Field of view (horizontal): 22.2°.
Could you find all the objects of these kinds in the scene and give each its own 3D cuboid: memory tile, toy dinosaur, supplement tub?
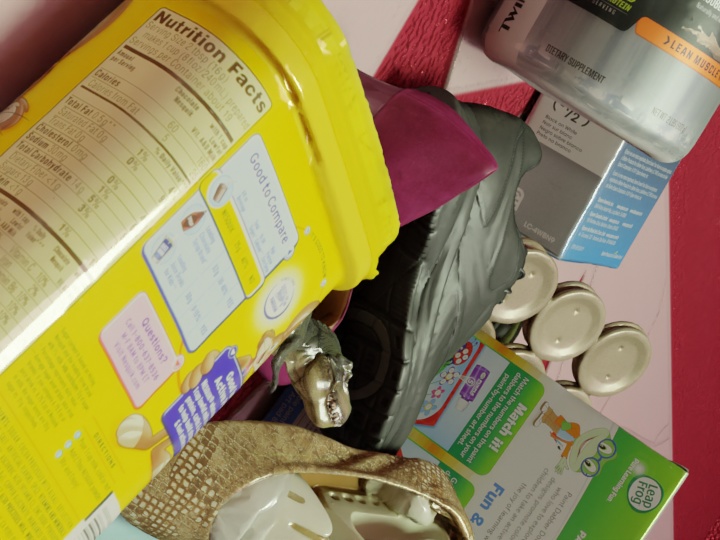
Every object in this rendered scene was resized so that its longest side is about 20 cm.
[{"bbox_3d":[0.066,0.081,1.070,0.200,0.017,0.153,-46,130,12],"label":"memory tile"},{"bbox_3d":[-0.060,0.008,0.772,0.088,0.047,0.201,-37,139,-16],"label":"toy dinosaur"},{"bbox_3d":[0.157,-0.166,0.909,0.201,0.122,0.122,-60,160,7],"label":"supplement tub"}]

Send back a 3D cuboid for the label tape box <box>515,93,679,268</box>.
[{"bbox_3d":[0.162,-0.103,1.102,0.201,0.066,0.143,-63,160,8],"label":"label tape box"}]

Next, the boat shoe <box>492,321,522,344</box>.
[{"bbox_3d":[0.057,0.069,1.109,0.072,0.066,0.202,-31,147,-49],"label":"boat shoe"}]

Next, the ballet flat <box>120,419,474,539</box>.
[{"bbox_3d":[-0.019,0.112,0.840,0.199,0.065,0.071,9,116,-41],"label":"ballet flat"}]

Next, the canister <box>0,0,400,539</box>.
[{"bbox_3d":[-0.088,0.003,0.624,0.200,0.086,0.149,-46,145,-22],"label":"canister"}]

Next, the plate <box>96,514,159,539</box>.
[{"bbox_3d":[-0.097,0.183,0.786,0.026,0.201,0.200,-31,177,35],"label":"plate"}]

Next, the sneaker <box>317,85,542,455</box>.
[{"bbox_3d":[0.038,0.011,0.905,0.090,0.076,0.201,3,116,-40],"label":"sneaker"}]

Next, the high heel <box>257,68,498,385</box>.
[{"bbox_3d":[0.000,0.000,0.828,0.067,0.096,0.201,-42,155,-36],"label":"high heel"}]

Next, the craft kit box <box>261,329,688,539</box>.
[{"bbox_3d":[0.034,0.130,0.953,0.200,0.197,0.049,-53,167,-8],"label":"craft kit box"}]
